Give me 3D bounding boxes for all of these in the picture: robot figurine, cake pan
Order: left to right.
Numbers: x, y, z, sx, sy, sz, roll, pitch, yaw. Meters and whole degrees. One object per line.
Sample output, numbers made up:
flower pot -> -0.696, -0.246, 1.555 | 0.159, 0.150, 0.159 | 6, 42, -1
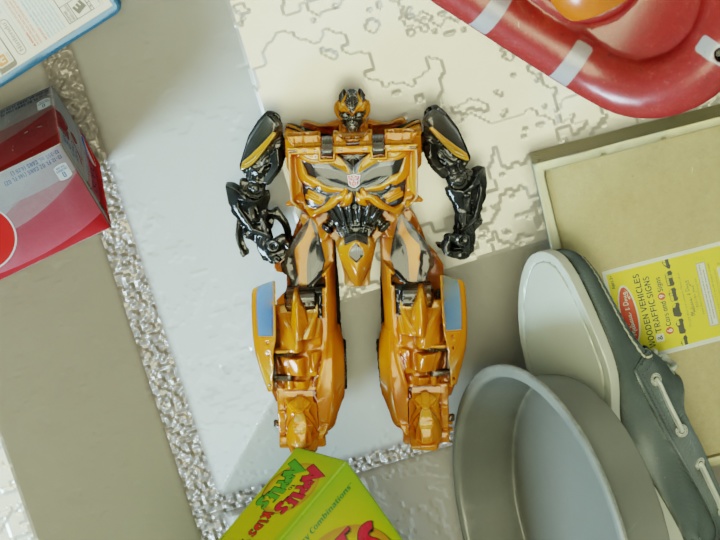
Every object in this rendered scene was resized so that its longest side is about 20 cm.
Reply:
robot figurine -> 0.000, 0.000, 1.662 | 0.145, 0.058, 0.200 | -3, 106, 1
cake pan -> 0.112, 0.144, 1.642 | 0.037, 0.200, 0.201 | -15, 107, -23

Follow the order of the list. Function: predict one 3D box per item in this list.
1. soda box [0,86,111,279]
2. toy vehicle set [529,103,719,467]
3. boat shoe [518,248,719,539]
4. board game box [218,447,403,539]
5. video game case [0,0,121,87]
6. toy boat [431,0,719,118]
soda box -> -0.239, -0.020, 1.638 | 0.200, 0.070, 0.063 | -25, 124, 6
toy vehicle set -> 0.177, 0.015, 1.689 | 0.124, 0.027, 0.200 | -13, 105, 2
boat shoe -> 0.148, 0.074, 1.668 | 0.062, 0.073, 0.200 | -28, 99, -31
board game box -> -0.003, 0.206, 1.675 | 0.102, 0.048, 0.200 | -48, 124, -22
video game case -> -0.252, -0.150, 1.636 | 0.200, 0.018, 0.143 | -32, 105, 7
toy boat -> 0.121, -0.160, 1.585 | 0.200, 0.131, 0.131 | 32, 103, -10
